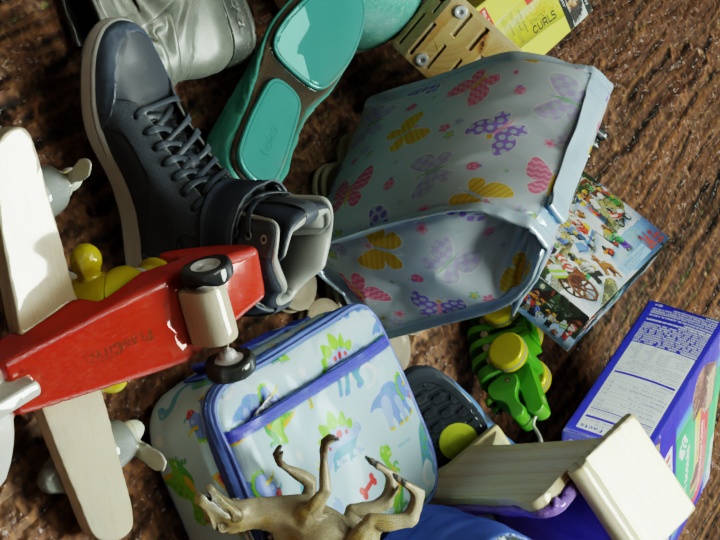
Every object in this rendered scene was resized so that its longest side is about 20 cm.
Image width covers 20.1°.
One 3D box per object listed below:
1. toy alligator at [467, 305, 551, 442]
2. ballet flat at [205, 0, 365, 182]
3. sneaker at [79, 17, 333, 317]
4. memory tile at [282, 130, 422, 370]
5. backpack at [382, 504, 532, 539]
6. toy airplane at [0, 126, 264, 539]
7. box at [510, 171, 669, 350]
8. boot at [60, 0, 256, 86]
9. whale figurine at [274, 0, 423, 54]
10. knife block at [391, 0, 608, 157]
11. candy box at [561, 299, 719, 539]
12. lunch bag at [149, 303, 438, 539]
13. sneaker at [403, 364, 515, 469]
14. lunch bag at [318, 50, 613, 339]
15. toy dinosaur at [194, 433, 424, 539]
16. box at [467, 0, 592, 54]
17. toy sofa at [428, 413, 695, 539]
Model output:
[{"bbox_3d":[0.114,0.084,1.574,0.059,0.054,0.201,46,30,-49],"label":"toy alligator"},{"bbox_3d":[-0.062,-0.127,1.427,0.067,0.070,0.201,43,53,-25],"label":"ballet flat"},{"bbox_3d":[-0.093,-0.065,1.271,0.077,0.145,0.204,-31,113,-48],"label":"sneaker"},{"bbox_3d":[0.000,0.000,1.507,0.154,0.017,0.200,56,40,-21],"label":"memory tile"},{"bbox_3d":[0.071,0.255,1.353,0.200,0.167,0.163,40,71,-39],"label":"backpack"},{"bbox_3d":[-0.174,0.040,1.187,0.198,0.141,0.201,27,91,-32],"label":"toy airplane"},{"bbox_3d":[0.156,-0.024,1.632,0.136,0.038,0.200,39,31,9],"label":"box"},{"bbox_3d":[-0.152,-0.211,1.358,0.130,0.067,0.202,-28,97,-47],"label":"boot"},{"bbox_3d":[-0.006,-0.267,1.531,0.158,0.103,0.202,12,70,-50],"label":"whale figurine"},{"bbox_3d":[0.110,-0.145,1.604,0.200,0.064,0.176,40,6,-12],"label":"knife block"},{"bbox_3d":[0.226,0.150,1.636,0.200,0.076,0.170,-48,145,-48],"label":"candy box"},{"bbox_3d":[-0.041,0.118,1.346,0.199,0.082,0.162,-27,97,-50],"label":"lunch bag"},{"bbox_3d":[0.084,0.141,1.531,0.200,0.066,0.079,50,9,-23],"label":"sneaker"},{"bbox_3d":[0.080,-0.054,1.450,0.127,0.199,0.170,46,45,-28],"label":"lunch bag"},{"bbox_3d":[-0.004,0.168,1.253,0.199,0.058,0.102,32,87,-3],"label":"toy dinosaur"},{"bbox_3d":[0.129,-0.214,1.733,0.200,0.050,0.076,-42,110,-51],"label":"box"},{"bbox_3d":[0.125,0.162,1.386,0.097,0.200,0.083,-39,101,-25],"label":"toy sofa"}]
